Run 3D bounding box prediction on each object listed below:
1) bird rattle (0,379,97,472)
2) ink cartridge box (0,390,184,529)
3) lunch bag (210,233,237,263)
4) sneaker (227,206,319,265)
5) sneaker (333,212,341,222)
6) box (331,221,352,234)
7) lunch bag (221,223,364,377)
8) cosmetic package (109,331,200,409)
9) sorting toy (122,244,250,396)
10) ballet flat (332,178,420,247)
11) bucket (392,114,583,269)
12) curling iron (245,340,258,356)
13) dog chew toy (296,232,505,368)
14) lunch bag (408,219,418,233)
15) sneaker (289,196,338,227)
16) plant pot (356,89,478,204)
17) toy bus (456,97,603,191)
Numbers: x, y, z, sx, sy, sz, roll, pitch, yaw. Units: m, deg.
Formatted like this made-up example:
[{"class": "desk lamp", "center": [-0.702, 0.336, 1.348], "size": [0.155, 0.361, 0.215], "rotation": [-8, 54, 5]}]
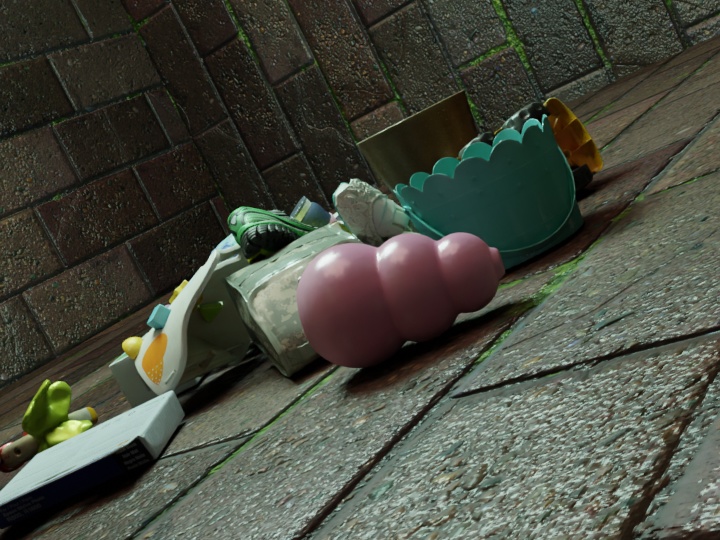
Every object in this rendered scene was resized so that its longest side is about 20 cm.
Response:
[{"class": "bird rattle", "center": [-0.441, 0.242, 1.375], "size": [0.200, 0.113, 0.163], "rotation": [-38, -8, 15]}, {"class": "ink cartridge box", "center": [-0.307, 0.217, 1.122], "size": [0.199, 0.041, 0.200], "rotation": [-26, 7, 9]}, {"class": "lunch bag", "center": [-0.164, 0.008, 1.651], "size": [0.082, 0.161, 0.200], "rotation": [-43, 11, -15]}, {"class": "sneaker", "center": [-0.091, -0.046, 1.344], "size": [0.078, 0.085, 0.200], "rotation": [-50, -36, 17]}, {"class": "sneaker", "center": [-0.052, -0.099, 2.351], "size": [0.130, 0.080, 0.199], "rotation": [-25, 7, 0]}, {"class": "box", "center": [-0.098, 0.006, 1.496], "size": [0.200, 0.075, 0.050], "rotation": [-28, -26, 15]}, {"class": "lunch bag", "center": [-0.055, 0.035, 1.205], "size": [0.164, 0.118, 0.200], "rotation": [-29, 22, -14]}, {"class": "cosmetic package", "center": [-0.283, 0.130, 1.502], "size": [0.108, 0.085, 0.200], "rotation": [-27, 8, 6]}, {"class": "sorting toy", "center": [-0.203, 0.047, 1.312], "size": [0.180, 0.107, 0.200], "rotation": [-59, -13, 16]}, {"class": "ballet flat", "center": [0.044, -0.048, 1.250], "size": [0.072, 0.200, 0.072], "rotation": [-20, 48, 24]}, {"class": "bucket", "center": [0.157, -0.081, 1.195], "size": [0.207, 0.135, 0.207], "rotation": [-27, 7, 4]}, {"class": "curling iron", "center": [-0.120, 0.078, 1.501], "size": [0.050, 0.026, 0.200], "rotation": [-11, 15, 36]}, {"class": "dog chew toy", "center": [0.041, 0.019, 0.985], "size": [0.200, 0.125, 0.125], "rotation": [-18, 8, 10]}, {"class": "lunch bag", "center": [0.015, -0.030, 1.594], "size": [0.160, 0.077, 0.200], "rotation": [-27, 7, -4]}, {"class": "sneaker", "center": [-0.088, -0.051, 1.624], "size": [0.070, 0.082, 0.200], "rotation": [-63, 6, -18]}, {"class": "plant pot", "center": [0.120, -0.151, 1.581], "size": [0.187, 0.200, 0.187], "rotation": [-26, 6, 3]}, {"class": "toy bus", "center": [0.209, -0.126, 1.430], "size": [0.200, 0.136, 0.192], "rotation": [-32, -5, -21]}]
